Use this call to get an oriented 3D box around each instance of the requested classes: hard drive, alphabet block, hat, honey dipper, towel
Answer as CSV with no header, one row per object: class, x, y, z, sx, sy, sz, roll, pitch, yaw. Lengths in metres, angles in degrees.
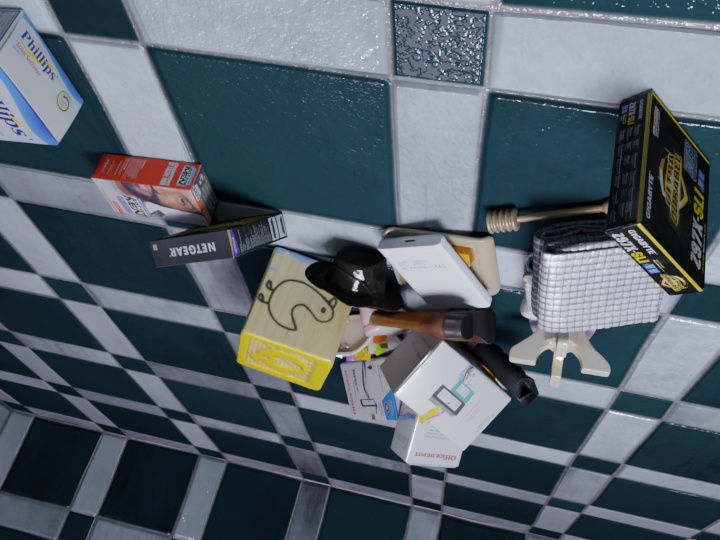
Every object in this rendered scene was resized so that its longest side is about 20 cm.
hard drive,0.136,0.006,1.288,0.131,0.027,0.200,-3,144,38
alphabet block,-0.130,0.103,1.472,0.194,0.201,0.197,18,152,-2
hat,0.000,0.000,1.343,0.199,0.201,0.081,19,108,-5
honey dipper,0.295,-0.085,1.108,0.199,0.038,0.038,-4,146,29
towel,0.364,0.002,1.100,0.198,0.086,0.167,-8,126,0

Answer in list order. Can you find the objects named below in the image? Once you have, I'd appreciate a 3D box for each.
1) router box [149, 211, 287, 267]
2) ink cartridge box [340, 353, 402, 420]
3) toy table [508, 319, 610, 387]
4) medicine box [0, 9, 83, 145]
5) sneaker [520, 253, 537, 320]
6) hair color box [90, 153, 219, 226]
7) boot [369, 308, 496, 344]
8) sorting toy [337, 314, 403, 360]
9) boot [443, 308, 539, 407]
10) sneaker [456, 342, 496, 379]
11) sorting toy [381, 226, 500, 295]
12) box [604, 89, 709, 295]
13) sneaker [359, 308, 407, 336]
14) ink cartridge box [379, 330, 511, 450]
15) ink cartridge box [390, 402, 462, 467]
router box,-0.260,-0.058,1.318,0.199,0.157,0.053,-6,103,33
ink cartridge box,0.048,0.279,1.715,0.084,0.147,0.200,-11,176,-35
toy table,0.383,0.134,1.362,0.183,0.118,0.200,1,147,25
medicine box,-0.571,-0.298,1.104,0.198,0.104,0.183,8,150,16
sneaker,0.313,0.013,1.232,0.080,0.077,0.201,15,142,-3
hair color box,-0.373,-0.147,1.308,0.198,0.064,0.111,7,150,13
boot,0.144,0.105,1.367,0.199,0.069,0.188,2,-175,36
sorting toy,0.011,0.165,1.653,0.199,0.108,0.180,-7,163,35
boot,0.255,0.171,1.424,0.066,0.200,0.165,-47,136,10
sneaker,0.237,0.191,1.576,0.199,0.078,0.073,29,151,-19
sorting toy,0.150,-0.009,1.311,0.198,0.037,0.185,5,149,19
box,0.371,-0.093,0.882,0.049,0.201,0.159,-14,139,45
sneaker,0.056,0.081,1.493,0.075,0.105,0.200,-27,164,24
ink cartridge box,0.167,0.225,1.448,0.200,0.146,0.147,41,-175,-17
ink cartridge box,0.166,0.326,1.601,0.145,0.202,0.083,12,-175,-27
